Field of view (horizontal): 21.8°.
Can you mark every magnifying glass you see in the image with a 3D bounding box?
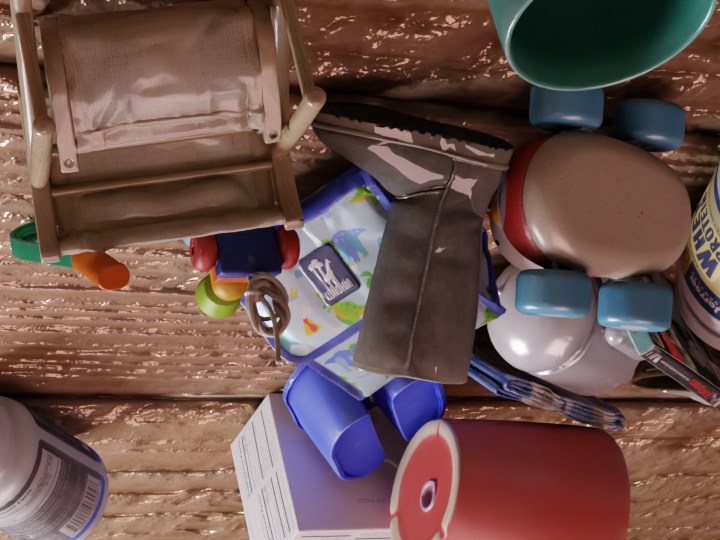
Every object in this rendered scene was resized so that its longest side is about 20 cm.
[{"bbox_3d":[-0.216,-0.015,1.433,0.079,0.200,0.023,-11,107,-21],"label":"magnifying glass"}]

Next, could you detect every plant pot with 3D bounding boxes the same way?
[{"bbox_3d":[0.136,0.232,1.807,0.176,0.202,0.201,16,141,-23],"label":"plant pot"}]

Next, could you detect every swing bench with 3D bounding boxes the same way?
[{"bbox_3d":[-0.139,-0.113,1.325,0.197,0.131,0.200,-8,156,-12],"label":"swing bench"}]

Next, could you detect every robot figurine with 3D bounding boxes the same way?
[{"bbox_3d":[0.194,0.050,1.759,0.168,0.114,0.199,9,170,41],"label":"robot figurine"}]

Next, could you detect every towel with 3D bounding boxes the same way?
[{"bbox_3d":[0.156,0.103,1.837,0.199,0.146,0.024,20,99,-44],"label":"towel"}]

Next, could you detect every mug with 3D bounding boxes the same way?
[{"bbox_3d":[0.167,-0.223,1.276,0.151,0.115,0.185,15,139,-40],"label":"mug"}]

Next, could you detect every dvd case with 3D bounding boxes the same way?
[{"bbox_3d":[0.282,0.046,1.761,0.022,0.147,0.199,-35,146,19],"label":"dvd case"}]

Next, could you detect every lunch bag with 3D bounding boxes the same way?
[{"bbox_3d":[0.000,0.000,1.589,0.169,0.128,0.200,-32,134,22],"label":"lunch bag"}]

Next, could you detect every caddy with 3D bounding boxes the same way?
[{"bbox_3d":[0.001,0.113,1.799,0.141,0.105,0.200,-34,158,-7],"label":"caddy"}]

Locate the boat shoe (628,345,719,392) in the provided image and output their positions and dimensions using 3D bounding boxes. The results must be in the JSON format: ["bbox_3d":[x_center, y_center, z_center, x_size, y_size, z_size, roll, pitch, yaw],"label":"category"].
[{"bbox_3d":[0.351,0.106,1.870,0.200,0.064,0.073,16,164,48],"label":"boat shoe"}]

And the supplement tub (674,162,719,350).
[{"bbox_3d":[0.365,-0.024,1.675,0.143,0.146,0.201,-7,150,-12],"label":"supplement tub"}]

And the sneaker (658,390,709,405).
[{"bbox_3d":[0.414,0.087,1.974,0.199,0.074,0.115,-22,153,34],"label":"sneaker"}]

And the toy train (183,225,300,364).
[{"bbox_3d":[-0.100,0.005,1.470,0.084,0.202,0.116,-2,154,-21],"label":"toy train"}]

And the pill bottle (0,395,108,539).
[{"bbox_3d":[-0.332,0.186,1.767,0.113,0.115,0.200,-22,150,14],"label":"pill bottle"}]

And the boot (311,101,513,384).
[{"bbox_3d":[0.024,-0.020,1.475,0.180,0.073,0.202,15,107,-7],"label":"boot"}]

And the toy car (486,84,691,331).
[{"bbox_3d":[0.156,-0.047,1.569,0.175,0.187,0.199,9,172,-34],"label":"toy car"}]

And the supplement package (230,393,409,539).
[{"bbox_3d":[-0.012,0.220,1.922,0.198,0.157,0.111,4,145,-29],"label":"supplement package"}]
